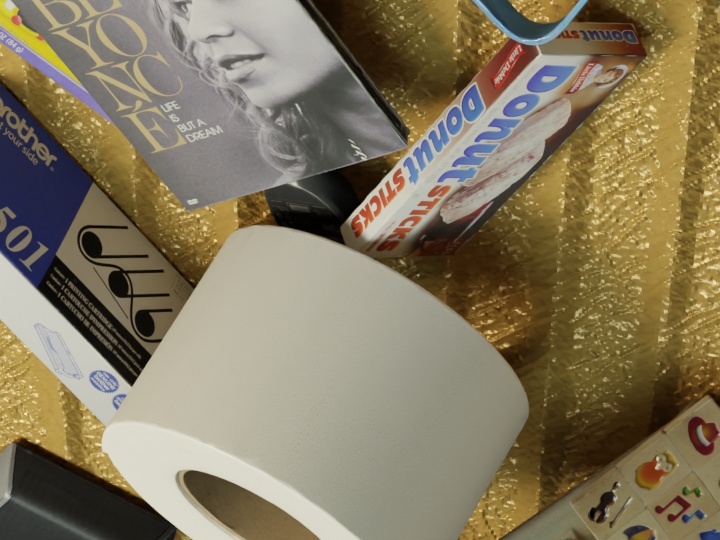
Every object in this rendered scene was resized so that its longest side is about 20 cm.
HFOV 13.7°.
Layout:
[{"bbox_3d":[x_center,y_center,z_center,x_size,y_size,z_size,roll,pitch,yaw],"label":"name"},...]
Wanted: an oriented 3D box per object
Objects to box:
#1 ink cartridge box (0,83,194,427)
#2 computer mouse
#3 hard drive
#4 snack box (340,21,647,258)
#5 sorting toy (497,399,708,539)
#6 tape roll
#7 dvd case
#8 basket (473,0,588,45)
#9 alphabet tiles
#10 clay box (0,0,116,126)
[{"bbox_3d":[-0.177,-0.008,1.718,0.044,0.094,0.200,-22,122,38],"label":"ink cartridge box"},{"bbox_3d":[0.000,0.000,1.703,0.059,0.034,0.200,10,145,34],"label":"computer mouse"},{"bbox_3d":[-0.212,0.204,1.983,0.135,0.042,0.200,28,137,-5],"label":"hard drive"},{"bbox_3d":[0.067,-0.067,1.579,0.072,0.024,0.200,-2,150,-34],"label":"snack box"},{"bbox_3d":[0.161,0.197,1.731,0.200,0.036,0.185,-37,121,-5],"label":"sorting toy"},{"bbox_3d":[-0.024,0.088,1.669,0.203,0.139,0.203,28,160,12],"label":"tape roll"},{"bbox_3d":[-0.086,-0.117,1.560,0.149,0.016,0.200,-15,129,32],"label":"dvd case"},{"bbox_3d":[0.057,-0.215,1.377,0.200,0.139,0.176,40,135,-4],"label":"basket"},{"bbox_3d":[0.208,0.167,1.712,0.167,0.008,0.200,-38,120,1],"label":"alphabet tiles"},{"bbox_3d":[-0.105,-0.161,1.568,0.115,0.048,0.200,36,137,-15],"label":"clay box"}]
